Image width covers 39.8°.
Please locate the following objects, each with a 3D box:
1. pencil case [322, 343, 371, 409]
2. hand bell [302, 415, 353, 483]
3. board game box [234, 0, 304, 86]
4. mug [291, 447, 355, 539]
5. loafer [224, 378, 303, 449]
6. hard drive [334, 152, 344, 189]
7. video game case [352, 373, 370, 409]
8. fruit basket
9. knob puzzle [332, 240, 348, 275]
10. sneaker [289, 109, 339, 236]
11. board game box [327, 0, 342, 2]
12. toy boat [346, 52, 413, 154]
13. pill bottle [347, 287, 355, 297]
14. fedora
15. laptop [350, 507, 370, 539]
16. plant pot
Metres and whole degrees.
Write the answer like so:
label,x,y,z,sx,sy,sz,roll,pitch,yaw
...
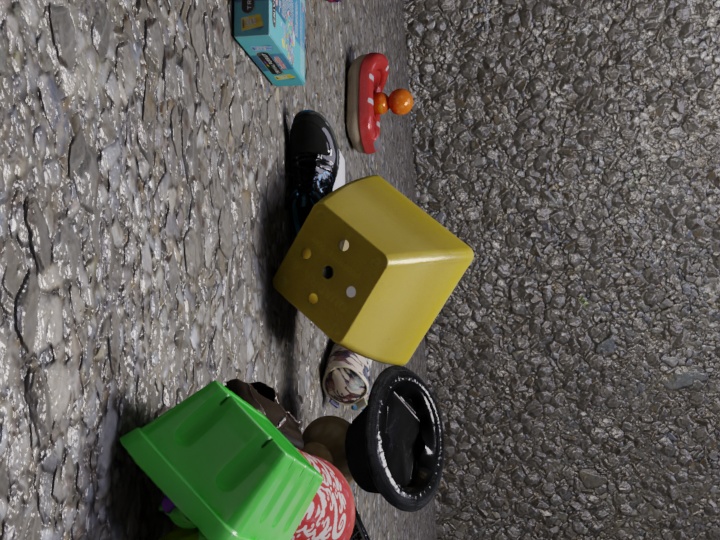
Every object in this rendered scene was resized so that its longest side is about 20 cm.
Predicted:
label,x,y,z,sx,sy,sz,roll,pitch,yaw
pencil case,-0.013,0.157,1.710,0.090,0.077,0.200,64,16,-17
hand bell,-0.074,0.268,1.347,0.200,0.102,0.106,-9,97,-70
board game box,-0.114,-0.340,1.274,0.200,0.046,0.154,35,53,-78
mug,-0.085,0.267,1.051,0.200,0.131,0.181,63,18,-67
loafer,-0.108,0.163,1.124,0.200,0.072,0.073,57,34,-73
hard drive,-0.055,-0.158,1.677,0.200,0.026,0.134,51,39,-75
video game case,0.002,0.175,1.997,0.143,0.017,0.204,40,48,-79
fruit basket,-0.136,0.220,0.861,0.215,0.155,0.217,-42,159,-20
knob puzzle,-0.017,-0.026,1.798,0.219,0.030,0.223,18,89,-73
sneaker,-0.069,-0.128,1.438,0.082,0.072,0.204,-56,142,-72
board game box,-0.059,-0.577,1.728,0.120,0.032,0.204,-55,142,-82
toy boat,0.042,-0.338,1.997,0.131,0.128,0.204,63,27,-70
pill bottle,0.012,0.041,1.721,0.200,0.110,0.114,-15,103,-68
fedora,0.036,0.237,1.387,0.200,0.091,0.204,29,52,-45
laptop,-0.051,0.438,1.410,0.202,0.114,0.188,64,-26,19
plant pot,0.000,0.000,1.353,0.202,0.199,0.176,-58,157,17
